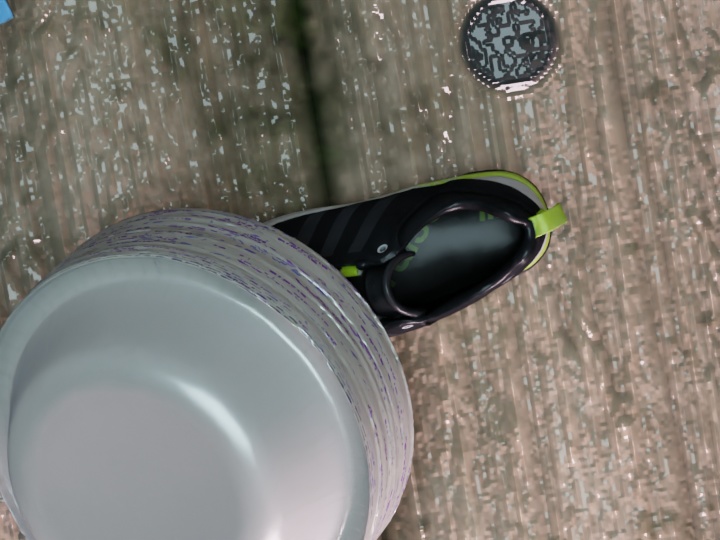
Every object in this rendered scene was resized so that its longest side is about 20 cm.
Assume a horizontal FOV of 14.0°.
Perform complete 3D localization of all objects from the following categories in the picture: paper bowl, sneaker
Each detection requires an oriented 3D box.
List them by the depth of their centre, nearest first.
[{"bbox_3d":[-0.084,0.081,1.366,0.200,0.104,0.201,9,117,18],"label":"paper bowl"},{"bbox_3d":[0.000,0.000,1.395,0.199,0.083,0.072,-23,98,5],"label":"sneaker"}]

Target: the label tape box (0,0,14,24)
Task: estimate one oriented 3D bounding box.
[{"bbox_3d":[-0.277,-0.145,1.386,0.199,0.063,0.145,-23,98,5],"label":"label tape box"}]
